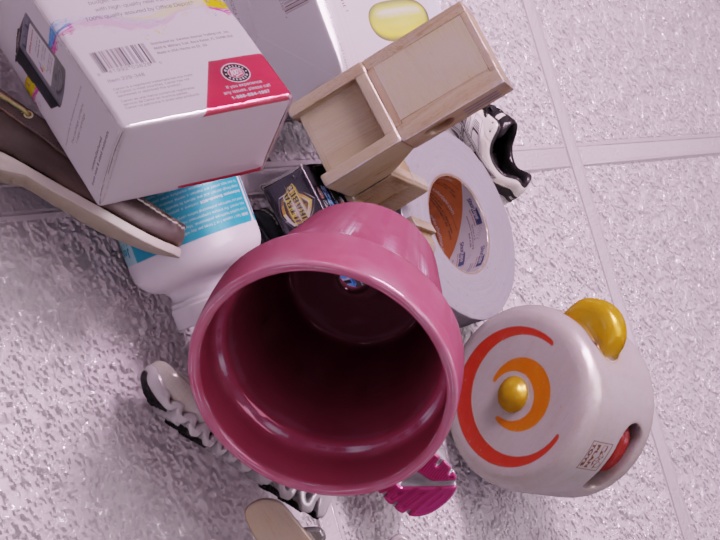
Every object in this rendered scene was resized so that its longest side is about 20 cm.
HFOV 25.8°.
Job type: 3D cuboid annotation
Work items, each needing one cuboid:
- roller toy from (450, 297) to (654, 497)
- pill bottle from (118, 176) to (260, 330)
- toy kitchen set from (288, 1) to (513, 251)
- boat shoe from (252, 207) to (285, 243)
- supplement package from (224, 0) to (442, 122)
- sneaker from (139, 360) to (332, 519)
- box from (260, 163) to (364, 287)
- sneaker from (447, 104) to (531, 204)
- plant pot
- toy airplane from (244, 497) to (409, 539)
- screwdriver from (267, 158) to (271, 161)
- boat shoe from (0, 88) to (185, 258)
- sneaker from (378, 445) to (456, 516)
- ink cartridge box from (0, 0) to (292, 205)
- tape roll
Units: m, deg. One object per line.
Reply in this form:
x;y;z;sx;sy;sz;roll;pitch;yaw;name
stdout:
0.186;0.129;1.556;0.139;0.199;0.183;15;68;-48;roller toy
-0.148;-0.057;1.263;0.111;0.110;0.201;-21;91;-55;pill bottle
0.071;-0.100;1.387;0.164;0.180;0.200;63;13;11;toy kitchen set
-0.084;0.035;1.339;0.066;0.074;0.200;19;58;-46;boat shoe
-0.043;-0.249;1.464;0.200;0.147;0.192;-22;92;-54;supplement package
-0.090;0.120;1.260;0.200;0.075;0.081;37;81;-29;sneaker
0.000;0.000;1.410;0.201;0.050;0.198;62;15;2;box
0.127;-0.165;1.705;0.076;0.087;0.201;-22;90;-53;sneaker
-0.013;0.041;1.205;0.200;0.199;0.179;57;24;-18;plant pot
-0.019;0.295;1.247;0.198;0.141;0.201;14;74;-14;toy airplane
-0.145;-0.142;1.376;0.200;0.028;0.029;24;84;-43;screwdriver
-0.213;-0.074;1.168;0.199;0.072;0.060;28;78;-14;boat shoe
0.003;0.131;1.414;0.200;0.081;0.088;47;14;-15;sneaker
-0.166;-0.156;1.153;0.147;0.086;0.200;-15;56;-34;ink cartridge box
0.075;-0.038;1.594;0.200;0.066;0.201;27;54;-45;tape roll
